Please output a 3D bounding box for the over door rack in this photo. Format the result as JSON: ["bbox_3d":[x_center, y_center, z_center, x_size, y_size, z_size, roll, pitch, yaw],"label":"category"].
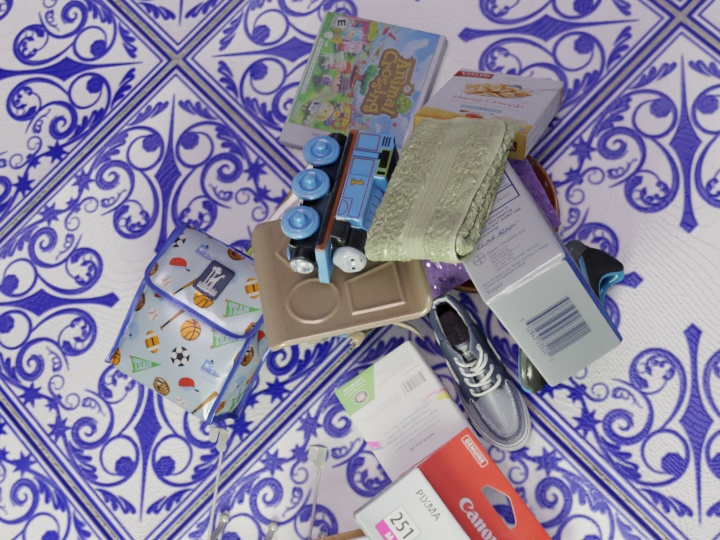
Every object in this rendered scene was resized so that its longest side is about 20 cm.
[{"bbox_3d":[-0.115,0.297,1.664,0.147,0.067,0.201,7,96,17],"label":"over door rack"}]

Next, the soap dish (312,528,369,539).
[{"bbox_3d":[-0.013,0.386,1.574,0.199,0.081,0.158,-11,81,-10],"label":"soap dish"}]

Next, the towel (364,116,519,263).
[{"bbox_3d":[0.089,-0.094,1.525,0.148,0.037,0.201,1,57,38],"label":"towel"}]

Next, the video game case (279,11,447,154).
[{"bbox_3d":[0.004,-0.244,1.830,0.181,0.022,0.201,15,78,19],"label":"video game case"}]

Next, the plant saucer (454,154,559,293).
[{"bbox_3d":[0.156,-0.067,1.730,0.199,0.032,0.201,-4,73,13],"label":"plant saucer"}]

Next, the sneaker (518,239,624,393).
[{"bbox_3d":[0.253,0.061,1.641,0.082,0.073,0.201,21,80,21],"label":"sneaker"}]

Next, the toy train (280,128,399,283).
[{"bbox_3d":[-0.022,-0.079,1.590,0.114,0.087,0.201,7,56,11],"label":"toy train"}]

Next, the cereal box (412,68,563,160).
[{"bbox_3d":[0.164,-0.201,1.695,0.143,0.200,0.040,11,119,17],"label":"cereal box"}]

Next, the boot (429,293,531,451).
[{"bbox_3d":[0.140,0.125,1.643,0.073,0.090,0.200,-32,68,4],"label":"boot"}]

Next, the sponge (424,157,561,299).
[{"bbox_3d":[0.137,-0.055,1.669,0.200,0.030,0.112,-31,103,4],"label":"sponge"}]

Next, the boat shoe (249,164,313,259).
[{"bbox_3d":[-0.070,-0.058,1.692,0.069,0.071,0.200,35,97,13],"label":"boat shoe"}]

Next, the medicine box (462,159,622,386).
[{"bbox_3d":[0.188,-0.003,1.541,0.103,0.182,0.200,-33,44,9],"label":"medicine box"}]

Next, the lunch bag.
[{"bbox_3d":[-0.195,0.064,1.669,0.170,0.124,0.201,30,98,12],"label":"lunch bag"}]

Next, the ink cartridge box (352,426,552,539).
[{"bbox_3d":[0.118,0.308,1.543,0.173,0.044,0.200,-36,86,-11],"label":"ink cartridge box"}]

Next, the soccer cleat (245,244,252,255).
[{"bbox_3d":[-0.134,0.035,1.760,0.084,0.065,0.201,32,88,22],"label":"soccer cleat"}]

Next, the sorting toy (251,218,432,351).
[{"bbox_3d":[-0.024,0.002,1.606,0.199,0.037,0.186,-15,53,3],"label":"sorting toy"}]

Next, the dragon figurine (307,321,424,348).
[{"bbox_3d":[-0.019,0.062,1.712,0.199,0.099,0.059,-4,97,5],"label":"dragon figurine"}]

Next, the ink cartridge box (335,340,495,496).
[{"bbox_3d":[0.073,0.202,1.650,0.117,0.067,0.200,-35,67,2],"label":"ink cartridge box"}]
